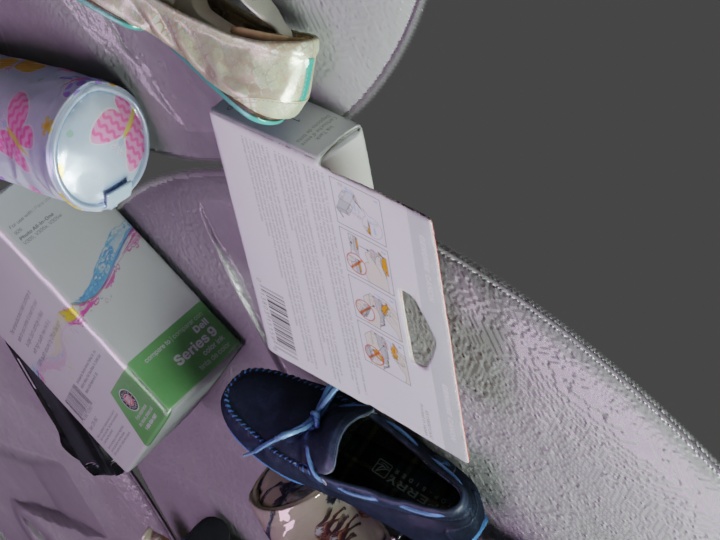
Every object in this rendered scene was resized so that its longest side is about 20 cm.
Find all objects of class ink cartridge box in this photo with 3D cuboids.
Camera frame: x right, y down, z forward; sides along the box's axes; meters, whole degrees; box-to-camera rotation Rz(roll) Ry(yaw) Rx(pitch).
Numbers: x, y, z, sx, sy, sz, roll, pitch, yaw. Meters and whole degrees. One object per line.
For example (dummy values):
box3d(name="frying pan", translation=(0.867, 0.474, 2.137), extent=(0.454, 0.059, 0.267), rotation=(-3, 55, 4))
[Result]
box3d(name="ink cartridge box", translation=(0.000, 0.000, 1.072), extent=(0.173, 0.044, 0.201), rotation=(26, 144, 34))
box3d(name="ink cartridge box", translation=(-0.197, 0.031, 1.336), extent=(0.200, 0.087, 0.145), rotation=(45, 151, 3))

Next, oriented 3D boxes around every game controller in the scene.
box3d(name="game controller", translation=(-0.265, 0.091, 1.563), extent=(0.104, 0.042, 0.201), rotation=(29, 148, 58))

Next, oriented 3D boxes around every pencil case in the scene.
box3d(name="pencil case", translation=(-0.230, -0.096, 1.229), extent=(0.199, 0.083, 0.092), rotation=(14, 113, 44))
box3d(name="pencil case", translation=(-0.002, 0.213, 1.297), extent=(0.201, 0.089, 0.078), rotation=(60, 177, -19))

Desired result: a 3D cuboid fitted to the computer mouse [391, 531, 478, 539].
box3d(name="computer mouse", translation=(0.090, 0.260, 1.234), extent=(0.138, 0.053, 0.201), rotation=(15, 140, 29))

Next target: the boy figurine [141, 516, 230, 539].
box3d(name="boy figurine", translation=(-0.149, 0.276, 1.591), extent=(0.124, 0.064, 0.200), rotation=(44, 148, 3))

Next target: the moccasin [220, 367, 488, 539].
box3d(name="moccasin", translation=(-0.004, 0.110, 1.184), extent=(0.199, 0.081, 0.068), rotation=(22, 158, 18))

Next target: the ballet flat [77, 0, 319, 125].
box3d(name="ballet flat", translation=(-0.101, -0.157, 1.022), extent=(0.199, 0.067, 0.063), rotation=(35, 121, 17))
